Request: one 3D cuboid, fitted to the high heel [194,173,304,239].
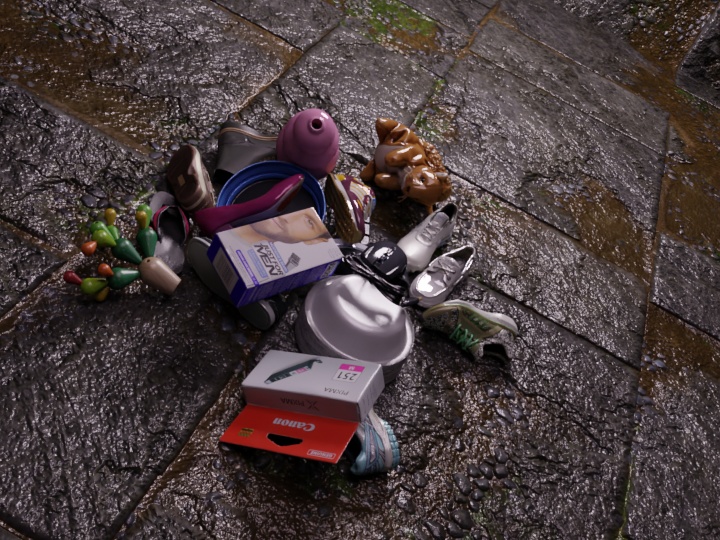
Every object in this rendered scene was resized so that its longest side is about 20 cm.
[{"bbox_3d":[-0.192,-0.125,1.494,0.199,0.068,0.096,-42,81,-18],"label":"high heel"}]

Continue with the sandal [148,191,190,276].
[{"bbox_3d":[-0.326,-0.072,1.474,0.074,0.045,0.202,8,42,-21],"label":"sandal"}]

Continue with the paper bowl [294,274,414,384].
[{"bbox_3d":[-0.003,0.088,1.429,0.197,0.105,0.203,17,39,-14],"label":"paper bowl"}]

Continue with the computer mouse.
[{"bbox_3d":[0.061,-0.001,1.468,0.140,0.046,0.199,40,18,14],"label":"computer mouse"}]

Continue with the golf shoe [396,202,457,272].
[{"bbox_3d":[0.132,-0.074,1.695,0.078,0.098,0.200,34,40,8],"label":"golf shoe"}]

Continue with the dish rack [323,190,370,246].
[{"bbox_3d":[-0.071,-0.098,1.644,0.196,0.055,0.155,15,38,-11],"label":"dish rack"}]

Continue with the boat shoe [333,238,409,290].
[{"bbox_3d":[0.000,0.000,1.563,0.197,0.072,0.068,15,37,-25],"label":"boat shoe"}]

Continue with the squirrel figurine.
[{"bbox_3d":[0.123,-0.206,1.792,0.198,0.143,0.187,2,32,-42],"label":"squirrel figurine"}]

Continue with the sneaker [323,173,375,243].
[{"bbox_3d":[-0.005,-0.119,1.585,0.088,0.076,0.201,2,36,-20],"label":"sneaker"}]

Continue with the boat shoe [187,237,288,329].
[{"bbox_3d":[-0.205,0.014,1.429,0.200,0.076,0.060,47,42,6],"label":"boat shoe"}]

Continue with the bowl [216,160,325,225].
[{"bbox_3d":[-0.160,-0.105,1.550,0.196,0.040,0.204,0,61,0],"label":"bowl"}]

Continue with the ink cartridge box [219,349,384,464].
[{"bbox_3d":[-0.087,0.191,1.241,0.196,0.044,0.174,5,31,25],"label":"ink cartridge box"}]

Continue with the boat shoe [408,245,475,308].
[{"bbox_3d":[0.160,0.002,1.644,0.070,0.070,0.200,37,40,12],"label":"boat shoe"}]

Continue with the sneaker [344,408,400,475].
[{"bbox_3d":[-0.020,0.219,1.295,0.085,0.078,0.201,-12,52,-34],"label":"sneaker"}]

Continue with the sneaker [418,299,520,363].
[{"bbox_3d":[0.199,0.116,1.543,0.196,0.077,0.090,13,48,-13],"label":"sneaker"}]

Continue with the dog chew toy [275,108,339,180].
[{"bbox_3d":[-0.093,-0.240,1.599,0.122,0.200,0.127,2,81,-10],"label":"dog chew toy"}]

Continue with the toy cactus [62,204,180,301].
[{"bbox_3d":[-0.366,-0.013,1.362,0.164,0.102,0.201,36,37,-10],"label":"toy cactus"}]

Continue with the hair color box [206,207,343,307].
[{"bbox_3d":[-0.138,-0.025,1.403,0.198,0.065,0.110,-18,67,-39],"label":"hair color box"}]

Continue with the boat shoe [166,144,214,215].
[{"bbox_3d":[-0.307,-0.156,1.577,0.075,0.074,0.204,47,14,-37],"label":"boat shoe"}]

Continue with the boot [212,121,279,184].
[{"bbox_3d":[-0.192,-0.203,1.691,0.196,0.078,0.140,12,49,-8],"label":"boot"}]
